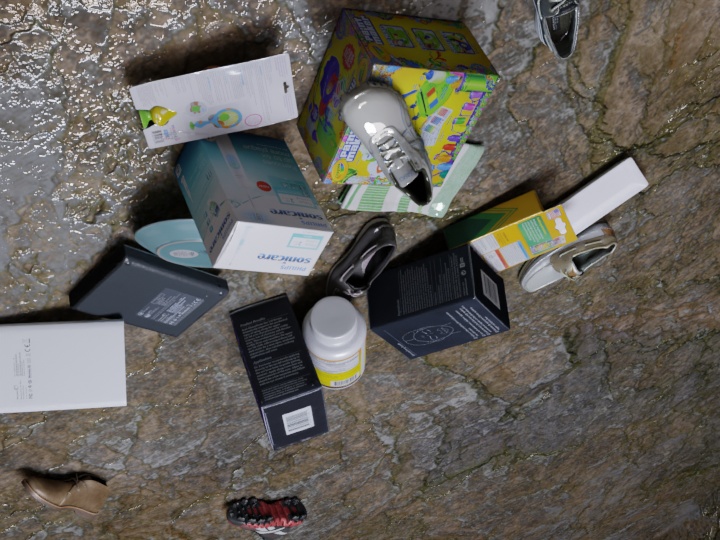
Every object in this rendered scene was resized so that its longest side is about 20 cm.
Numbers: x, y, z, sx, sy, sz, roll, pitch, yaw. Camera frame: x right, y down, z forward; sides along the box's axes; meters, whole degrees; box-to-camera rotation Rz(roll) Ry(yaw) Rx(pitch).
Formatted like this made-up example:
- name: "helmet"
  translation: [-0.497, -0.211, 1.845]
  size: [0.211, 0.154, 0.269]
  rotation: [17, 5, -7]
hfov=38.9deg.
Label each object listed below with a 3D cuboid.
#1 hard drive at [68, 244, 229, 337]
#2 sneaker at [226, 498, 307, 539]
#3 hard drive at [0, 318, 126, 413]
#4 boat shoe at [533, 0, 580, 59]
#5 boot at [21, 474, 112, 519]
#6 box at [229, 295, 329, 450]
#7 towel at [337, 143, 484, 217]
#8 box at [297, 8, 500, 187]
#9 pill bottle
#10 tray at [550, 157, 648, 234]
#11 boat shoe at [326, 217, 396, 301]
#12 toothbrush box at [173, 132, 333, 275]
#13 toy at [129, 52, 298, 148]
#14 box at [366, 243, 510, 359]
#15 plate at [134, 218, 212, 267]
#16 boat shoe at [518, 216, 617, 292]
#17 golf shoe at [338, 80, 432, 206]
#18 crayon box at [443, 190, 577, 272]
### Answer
- name: "hard drive"
  translation: [-0.320, 0.036, 1.555]
  size: [0.140, 0.033, 0.200]
  rotation: [-38, 143, 27]
- name: "sneaker"
  translation: [-0.216, 0.550, 2.238]
  size: [0.200, 0.071, 0.098]
  rotation: [10, 129, -40]
- name: "hard drive"
  translation: [-0.456, 0.143, 1.532]
  size: [0.200, 0.026, 0.132]
  rotation: [-2, 96, -13]
- name: "boat shoe"
  translation: [0.268, -0.370, 1.369]
  size: [0.072, 0.071, 0.200]
  rotation: [-26, 144, 1]
- name: "boot"
  translation: [-0.539, 0.399, 1.879]
  size: [0.075, 0.074, 0.200]
  rotation: [-49, 146, 1]
- name: "box"
  translation: [-0.134, 0.169, 1.700]
  size: [0.104, 0.200, 0.148]
  rotation: [-18, 143, -9]
- name: "towel"
  translation: [0.079, -0.144, 1.583]
  size: [0.200, 0.023, 0.153]
  rotation: [3, 135, -33]
- name: "box"
  translation: [0.046, -0.226, 1.376]
  size: [0.192, 0.122, 0.200]
  rotation: [-1, 138, -29]
- name: "pill bottle"
  translation: [-0.044, 0.121, 1.744]
  size: [0.109, 0.109, 0.200]
  rotation: [-18, 154, -10]
- name: "tray"
  translation: [0.405, -0.124, 1.800]
  size: [0.200, 0.022, 0.107]
  rotation: [-35, 144, 14]
- name: "boat shoe"
  translation: [0.000, 0.000, 1.687]
  size: [0.067, 0.057, 0.200]
  rotation: [3, 136, -33]
- name: "toothbrush box"
  translation: [-0.146, -0.093, 1.361]
  size: [0.146, 0.200, 0.085]
  rotation: [6, 131, -34]
- name: "toy"
  translation: [-0.187, -0.226, 1.304]
  size: [0.200, 0.047, 0.115]
  rotation: [-16, 147, -7]
- name: "box"
  translation: [0.133, 0.057, 1.746]
  size: [0.200, 0.107, 0.148]
  rotation: [-19, 147, 24]
- name: "plate"
  translation: [-0.223, -0.033, 1.461]
  size: [0.200, 0.026, 0.200]
  rotation: [0, 165, 0]
- name: "boat shoe"
  translation: [0.380, -0.018, 1.877]
  size: [0.200, 0.068, 0.075]
  rotation: [-40, 141, 20]
- name: "golf shoe"
  translation: [0.045, -0.156, 1.281]
  size: [0.078, 0.097, 0.200]
  rotation: [-31, 142, 13]
- name: "crayon box"
  translation: [0.257, -0.062, 1.743]
  size: [0.200, 0.052, 0.126]
  rotation: [-22, 145, 14]
